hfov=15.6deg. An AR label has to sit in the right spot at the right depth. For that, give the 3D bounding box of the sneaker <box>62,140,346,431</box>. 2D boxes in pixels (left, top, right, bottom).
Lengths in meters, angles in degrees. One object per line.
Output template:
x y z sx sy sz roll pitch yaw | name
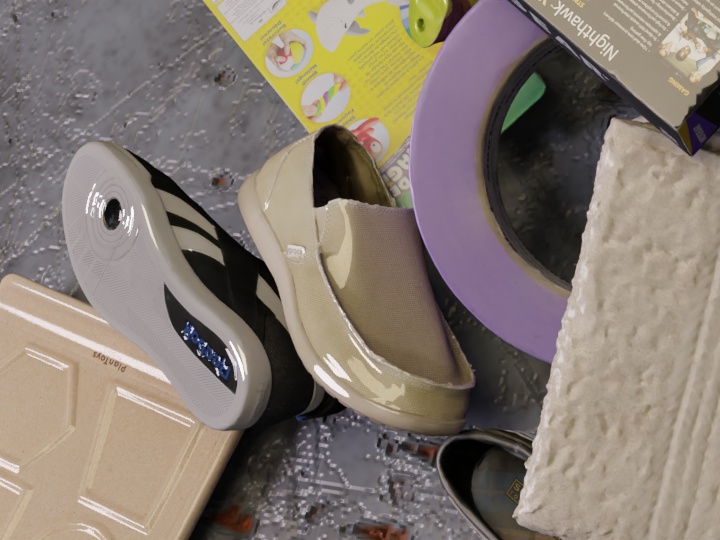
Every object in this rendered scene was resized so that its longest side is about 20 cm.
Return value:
-0.069 0.010 1.361 0.200 0.112 0.073 53 126 36 | sneaker

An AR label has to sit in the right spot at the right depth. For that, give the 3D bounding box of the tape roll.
0.126 -0.051 1.246 0.199 0.085 0.201 0 92 7 | tape roll

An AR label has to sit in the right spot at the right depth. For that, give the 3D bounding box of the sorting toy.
-0.163 0.120 1.403 0.185 0.036 0.200 21 83 33 | sorting toy

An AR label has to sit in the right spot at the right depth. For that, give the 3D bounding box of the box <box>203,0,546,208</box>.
0.011 -0.118 1.412 0.117 0.048 0.200 -40 54 5 | box

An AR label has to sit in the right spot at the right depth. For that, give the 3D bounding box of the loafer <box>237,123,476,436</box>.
0.000 0.000 1.293 0.068 0.076 0.200 -59 45 29 | loafer

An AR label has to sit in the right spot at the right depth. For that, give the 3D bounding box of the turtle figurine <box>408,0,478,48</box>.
0.087 -0.169 1.360 0.161 0.064 0.200 -10 69 -26 | turtle figurine

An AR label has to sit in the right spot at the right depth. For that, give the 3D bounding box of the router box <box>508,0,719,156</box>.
0.124 -0.175 1.170 0.200 0.052 0.157 43 92 18 | router box

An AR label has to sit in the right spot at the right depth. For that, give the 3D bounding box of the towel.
0.153 0.036 1.185 0.132 0.034 0.201 15 92 9 | towel

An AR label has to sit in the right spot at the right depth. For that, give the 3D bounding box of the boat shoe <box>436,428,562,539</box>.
0.110 0.137 1.228 0.200 0.057 0.069 35 99 39 | boat shoe
